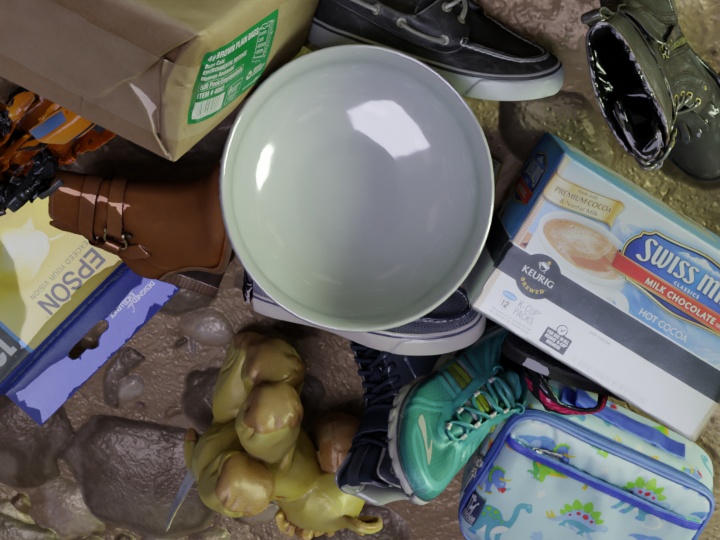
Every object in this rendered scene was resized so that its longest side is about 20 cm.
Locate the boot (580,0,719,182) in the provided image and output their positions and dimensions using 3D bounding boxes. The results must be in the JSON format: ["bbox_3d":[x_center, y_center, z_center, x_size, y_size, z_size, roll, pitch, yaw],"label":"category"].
[{"bbox_3d":[0.203,-0.114,1.037,0.069,0.175,0.201,-23,112,25],"label":"boot"}]

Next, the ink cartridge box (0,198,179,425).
[{"bbox_3d":[-0.295,0.017,1.303,0.200,0.047,0.198,44,107,-9],"label":"ink cartridge box"}]

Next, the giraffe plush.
[{"bbox_3d":[-0.057,0.169,1.298,0.161,0.173,0.201,21,120,-19],"label":"giraffe plush"}]

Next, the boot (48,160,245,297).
[{"bbox_3d":[-0.165,-0.055,1.179,0.154,0.077,0.200,23,158,-6],"label":"boot"}]

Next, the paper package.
[{"bbox_3d":[-0.146,-0.193,1.048,0.189,0.200,0.104,26,127,13],"label":"paper package"}]

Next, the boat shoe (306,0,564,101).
[{"bbox_3d":[0.056,-0.177,1.101,0.198,0.071,0.064,15,124,7],"label":"boat shoe"}]

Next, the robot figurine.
[{"bbox_3d":[-0.243,-0.126,1.170,0.199,0.146,0.058,-32,131,16],"label":"robot figurine"}]

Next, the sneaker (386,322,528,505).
[{"bbox_3d":[0.086,0.101,1.180,0.079,0.200,0.078,-15,116,44],"label":"sneaker"}]

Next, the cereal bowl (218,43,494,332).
[{"bbox_3d":[-0.005,-0.057,1.083,0.198,0.083,0.202,0,89,-6],"label":"cereal bowl"}]

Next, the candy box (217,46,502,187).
[{"bbox_3d":[-0.003,-0.080,1.182,0.199,0.055,0.116,30,126,-4],"label":"candy box"}]

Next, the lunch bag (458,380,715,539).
[{"bbox_3d":[0.191,0.187,1.275,0.199,0.083,0.162,26,121,-4],"label":"lunch bag"}]

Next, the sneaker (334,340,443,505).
[{"bbox_3d":[0.013,0.097,1.225,0.077,0.146,0.203,-16,117,52],"label":"sneaker"}]

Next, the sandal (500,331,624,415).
[{"bbox_3d":[0.163,0.089,1.167,0.075,0.200,0.045,38,99,30],"label":"sandal"}]

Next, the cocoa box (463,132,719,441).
[{"bbox_3d":[0.192,0.007,1.120,0.199,0.133,0.132,31,101,-5],"label":"cocoa box"}]

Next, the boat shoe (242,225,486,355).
[{"bbox_3d":[0.000,0.000,1.152,0.198,0.075,0.093,9,131,12],"label":"boat shoe"}]
